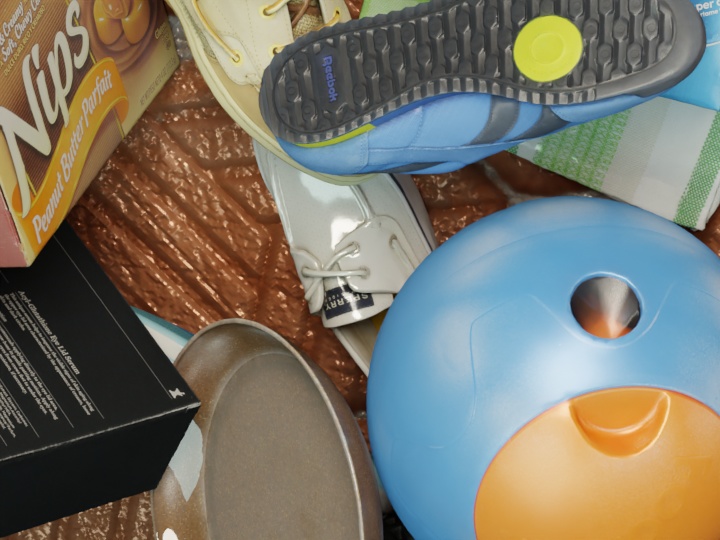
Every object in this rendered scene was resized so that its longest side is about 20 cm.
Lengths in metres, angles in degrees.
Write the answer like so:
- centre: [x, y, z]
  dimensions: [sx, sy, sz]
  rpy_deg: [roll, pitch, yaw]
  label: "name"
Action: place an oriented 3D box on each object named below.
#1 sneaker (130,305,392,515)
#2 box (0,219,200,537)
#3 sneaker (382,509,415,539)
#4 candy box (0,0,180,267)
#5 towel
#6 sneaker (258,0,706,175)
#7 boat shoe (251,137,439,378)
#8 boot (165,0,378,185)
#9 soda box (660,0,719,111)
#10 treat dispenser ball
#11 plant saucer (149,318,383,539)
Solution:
- centre: [-0.089, 0.115, 1.184]
  dimensions: [0.200, 0.080, 0.131]
  rpy_deg: [35, 90, -4]
  label: "sneaker"
- centre: [-0.201, 0.036, 1.113]
  dimensions: [0.200, 0.141, 0.079]
  rpy_deg: [51, 135, 26]
  label: "box"
- centre: [0.042, 0.161, 1.161]
  dimensions: [0.200, 0.075, 0.079]
  rpy_deg: [-23, 112, -8]
  label: "sneaker"
- centre: [-0.157, -0.101, 1.015]
  dimensions: [0.055, 0.200, 0.116]
  rpy_deg: [-2, 122, 22]
  label: "candy box"
- centre: [0.100, -0.117, 1.020]
  dimensions: [0.200, 0.031, 0.149]
  rpy_deg: [24, 126, 7]
  label: "towel"
- centre: [0.057, -0.082, 0.931]
  dimensions: [0.200, 0.066, 0.078]
  rpy_deg: [-10, 159, 20]
  label: "sneaker"
- centre: [0.000, 0.000, 1.108]
  dimensions: [0.071, 0.070, 0.200]
  rpy_deg: [-15, 117, 29]
  label: "boat shoe"
- centre: [-0.029, -0.140, 0.973]
  dimensions: [0.200, 0.073, 0.155]
  rpy_deg: [56, 153, -2]
  label: "boot"
- centre: [0.149, -0.177, 0.909]
  dimensions: [0.064, 0.068, 0.201]
  rpy_deg: [14, 118, 12]
  label: "soda box"
- centre: [0.102, 0.064, 1.030]
  dimensions: [0.200, 0.201, 0.201]
  rpy_deg: [10, 126, 14]
  label: "treat dispenser ball"
- centre: [-0.045, 0.123, 1.077]
  dimensions: [0.200, 0.032, 0.201]
  rpy_deg: [9, 101, 55]
  label: "plant saucer"
